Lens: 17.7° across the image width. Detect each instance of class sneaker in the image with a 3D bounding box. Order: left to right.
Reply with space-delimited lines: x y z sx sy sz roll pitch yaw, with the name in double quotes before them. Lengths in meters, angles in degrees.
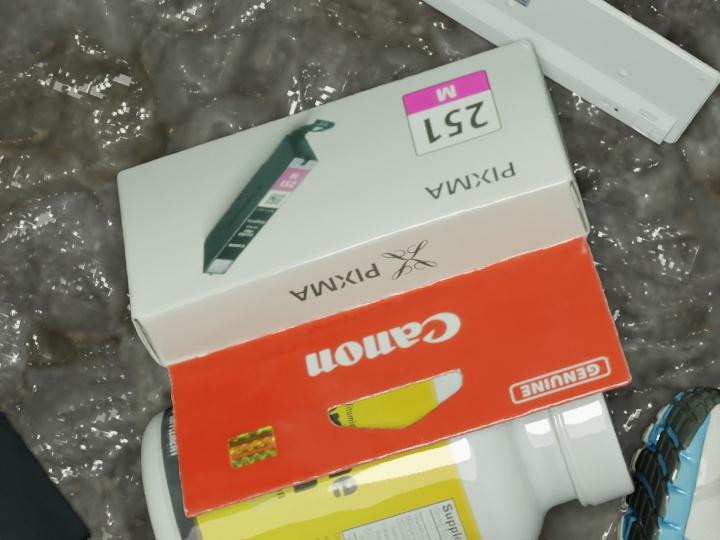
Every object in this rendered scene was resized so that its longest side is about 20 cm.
"sneaker" 0.156 0.150 1.038 0.087 0.075 0.200 8 103 -3

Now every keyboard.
"keyboard" 0.065 -0.123 1.027 0.200 0.011 0.056 31 141 1

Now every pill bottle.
"pill bottle" 0.013 0.088 1.016 0.200 0.112 0.112 -18 93 6

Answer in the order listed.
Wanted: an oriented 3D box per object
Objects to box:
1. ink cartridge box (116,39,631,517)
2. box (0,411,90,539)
"ink cartridge box" 0.000 0.000 0.991 0.200 0.174 0.044 -18 136 6
"box" -0.265 0.107 1.035 0.197 0.124 0.200 -35 91 8
